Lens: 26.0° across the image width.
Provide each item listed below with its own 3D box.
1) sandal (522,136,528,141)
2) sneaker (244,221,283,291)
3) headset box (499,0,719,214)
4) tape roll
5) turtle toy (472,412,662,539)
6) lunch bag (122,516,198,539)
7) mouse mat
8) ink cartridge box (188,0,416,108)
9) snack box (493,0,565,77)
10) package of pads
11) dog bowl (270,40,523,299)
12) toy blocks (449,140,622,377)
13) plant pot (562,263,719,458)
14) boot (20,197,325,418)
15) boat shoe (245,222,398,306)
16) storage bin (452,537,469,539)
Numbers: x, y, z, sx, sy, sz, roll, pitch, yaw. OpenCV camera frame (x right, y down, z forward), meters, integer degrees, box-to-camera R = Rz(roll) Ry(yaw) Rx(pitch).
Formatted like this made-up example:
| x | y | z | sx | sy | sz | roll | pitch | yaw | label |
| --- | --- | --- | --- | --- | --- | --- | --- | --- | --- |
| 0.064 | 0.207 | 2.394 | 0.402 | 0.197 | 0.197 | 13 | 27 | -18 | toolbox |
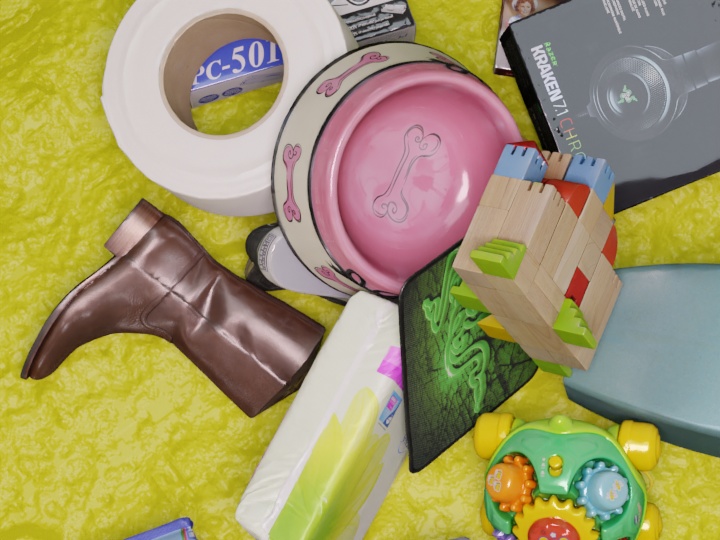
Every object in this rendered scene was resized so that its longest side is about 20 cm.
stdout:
| x | y | z | sx | sy | sz | roll | pitch | yaw | label |
| --- | --- | --- | --- | --- | --- | --- | --- | --- | --- |
| 0.129 | -0.073 | 1.275 | 0.054 | 0.080 | 0.200 | -32 | 87 | 12 | sandal |
| -0.034 | -0.071 | 1.293 | 0.200 | 0.077 | 0.089 | -51 | 48 | -3 | sneaker |
| 0.238 | -0.151 | 1.266 | 0.200 | 0.093 | 0.174 | -21 | 91 | 0 | headset box |
| -0.099 | -0.146 | 1.234 | 0.202 | 0.071 | 0.203 | -2 | 80 | 13 | tape roll |
| 0.156 | 0.199 | 1.198 | 0.146 | 0.101 | 0.200 | 2 | 118 | 16 | turtle toy |
| -0.201 | 0.295 | 1.184 | 0.200 | 0.094 | 0.151 | -16 | 64 | -2 | lunch bag |
| 0.087 | 0.048 | 1.186 | 0.008 | 0.200 | 0.161 | 29 | 51 | 35 | mouse mat |
| -0.062 | -0.213 | 1.320 | 0.200 | 0.044 | 0.094 | -17 | 78 | -3 | ink cartridge box |
| 0.216 | -0.190 | 1.329 | 0.200 | 0.024 | 0.072 | 8 | 82 | 0 | snack box |
| -0.011 | 0.132 | 1.199 | 0.068 | 0.155 | 0.200 | 26 | 78 | 18 | package of pads |
| 0.038 | -0.069 | 1.168 | 0.200 | 0.074 | 0.200 | -5 | 102 | -23 | dog bowl |
| 0.142 | -0.023 | 1.133 | 0.100 | 0.200 | 0.137 | 12 | 70 | 35 | toy blocks |
| 0.266 | 0.071 | 1.226 | 0.200 | 0.141 | 0.141 | 9 | 79 | 13 | plant pot |
| -0.149 | 0.069 | 1.259 | 0.200 | 0.064 | 0.186 | 38 | 101 | -7 | boot |
| 0.000 | 0.000 | 1.246 | 0.200 | 0.057 | 0.069 | 18 | 94 | -32 | boat shoe |
| 0.035 | 0.316 | 1.177 | 0.134 | 0.146 | 0.200 | -18 | 79 | 24 | storage bin |
